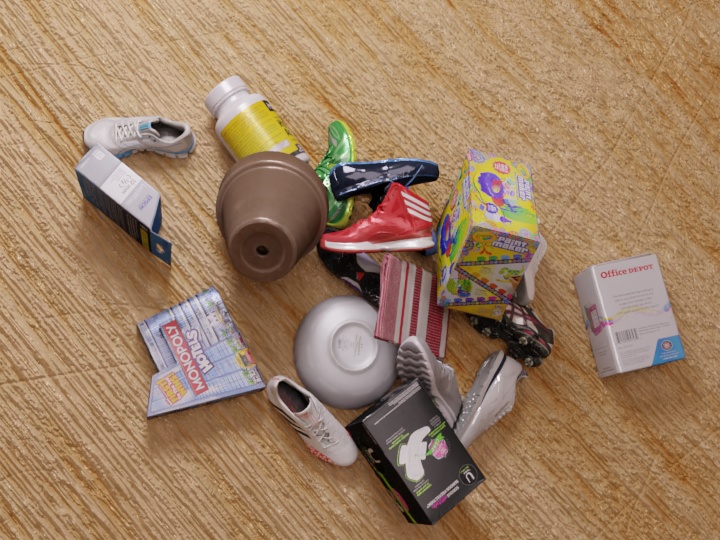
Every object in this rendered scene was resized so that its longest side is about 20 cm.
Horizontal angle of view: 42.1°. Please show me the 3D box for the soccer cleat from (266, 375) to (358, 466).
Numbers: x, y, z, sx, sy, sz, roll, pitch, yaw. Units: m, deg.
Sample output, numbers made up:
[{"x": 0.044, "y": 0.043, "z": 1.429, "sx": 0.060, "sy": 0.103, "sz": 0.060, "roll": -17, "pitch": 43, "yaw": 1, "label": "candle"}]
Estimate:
[{"x": -0.081, "y": 0.254, "z": 1.576, "sx": 0.200, "sy": 0.085, "sz": 0.069, "roll": 45, "pitch": 72, "yaw": 2, "label": "soccer cleat"}]

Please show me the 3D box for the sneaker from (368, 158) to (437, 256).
[{"x": 0.066, "y": -0.104, "z": 1.708, "sx": 0.077, "sy": 0.070, "sz": 0.202, "roll": -26, "pitch": 76, "yaw": -14, "label": "sneaker"}]

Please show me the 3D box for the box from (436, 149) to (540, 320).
[{"x": 0.216, "y": -0.062, "z": 1.623, "sx": 0.120, "sy": 0.195, "sz": 0.202, "roll": 13, "pitch": 43, "yaw": -8, "label": "box"}]

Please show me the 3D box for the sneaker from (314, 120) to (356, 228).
[{"x": -0.051, "y": -0.179, "z": 1.695, "sx": 0.082, "sy": 0.074, "sz": 0.204, "roll": 4, "pitch": 76, "yaw": -15, "label": "sneaker"}]

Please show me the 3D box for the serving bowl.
[{"x": -0.017, "y": 0.137, "z": 1.629, "sx": 0.196, "sy": 0.066, "sz": 0.205, "roll": 3, "pitch": 76, "yaw": -10, "label": "serving bowl"}]

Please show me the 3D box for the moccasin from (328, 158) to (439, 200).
[{"x": 0.043, "y": -0.152, "z": 1.650, "sx": 0.195, "sy": 0.081, "sz": 0.070, "roll": -5, "pitch": 74, "yaw": -2, "label": "moccasin"}]

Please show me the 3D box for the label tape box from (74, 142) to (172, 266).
[{"x": -0.379, "y": -0.107, "z": 1.571, "sx": 0.199, "sy": 0.143, "sz": 0.067, "roll": 37, "pitch": 72, "yaw": -1, "label": "label tape box"}]

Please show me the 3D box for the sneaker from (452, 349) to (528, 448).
[{"x": 0.227, "y": 0.241, "z": 1.655, "sx": 0.080, "sy": 0.076, "sz": 0.202, "roll": 36, "pitch": 73, "yaw": -11, "label": "sneaker"}]

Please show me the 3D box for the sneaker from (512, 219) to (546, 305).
[{"x": 0.309, "y": -0.029, "z": 1.723, "sx": 0.079, "sy": 0.071, "sz": 0.204, "roll": 10, "pitch": 60, "yaw": -19, "label": "sneaker"}]

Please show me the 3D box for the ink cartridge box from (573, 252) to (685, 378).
[{"x": 0.498, "y": 0.084, "z": 1.741, "sx": 0.142, "sy": 0.085, "sz": 0.204, "roll": -10, "pitch": 80, "yaw": -14, "label": "ink cartridge box"}]

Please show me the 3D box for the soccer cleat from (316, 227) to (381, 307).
[{"x": 0.000, "y": 0.000, "z": 1.675, "sx": 0.199, "sy": 0.073, "sz": 0.069, "roll": 41, "pitch": 97, "yaw": 17, "label": "soccer cleat"}]

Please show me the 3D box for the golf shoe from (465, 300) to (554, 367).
[{"x": 0.267, "y": 0.088, "z": 1.709, "sx": 0.199, "sy": 0.077, "sz": 0.088, "roll": 42, "pitch": 46, "yaw": 4, "label": "golf shoe"}]

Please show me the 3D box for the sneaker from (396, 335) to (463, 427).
[{"x": 0.123, "y": 0.181, "z": 1.617, "sx": 0.082, "sy": 0.074, "sz": 0.202, "roll": -51, "pitch": 133, "yaw": -33, "label": "sneaker"}]

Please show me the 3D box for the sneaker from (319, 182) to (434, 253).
[{"x": 0.027, "y": -0.089, "z": 1.601, "sx": 0.195, "sy": 0.078, "sz": 0.118, "roll": -2, "pitch": 91, "yaw": -2, "label": "sneaker"}]

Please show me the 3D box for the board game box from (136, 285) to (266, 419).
[{"x": -0.290, "y": 0.155, "z": 1.569, "sx": 0.197, "sy": 0.062, "sz": 0.203, "roll": -27, "pitch": 83, "yaw": -17, "label": "board game box"}]

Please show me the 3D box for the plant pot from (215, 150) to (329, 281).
[{"x": -0.155, "y": -0.073, "z": 1.551, "sx": 0.196, "sy": 0.176, "sz": 0.204, "roll": 1, "pitch": 119, "yaw": 2, "label": "plant pot"}]

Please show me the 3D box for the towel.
[{"x": 0.094, "y": 0.067, "z": 1.631, "sx": 0.199, "sy": 0.022, "sz": 0.147, "roll": 23, "pitch": 70, "yaw": -48, "label": "towel"}]

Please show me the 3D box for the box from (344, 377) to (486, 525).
[{"x": 0.088, "y": 0.305, "z": 1.565, "sx": 0.123, "sy": 0.149, "sz": 0.202, "roll": -33, "pitch": 86, "yaw": -18, "label": "box"}]

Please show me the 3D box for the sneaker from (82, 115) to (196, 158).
[{"x": -0.386, "y": -0.243, "z": 1.635, "sx": 0.196, "sy": 0.087, "sz": 0.077, "roll": -3, "pitch": 78, "yaw": -11, "label": "sneaker"}]

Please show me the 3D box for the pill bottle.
[{"x": -0.188, "y": -0.240, "z": 1.661, "sx": 0.111, "sy": 0.111, "sz": 0.201, "roll": -36, "pitch": 86, "yaw": -17, "label": "pill bottle"}]
